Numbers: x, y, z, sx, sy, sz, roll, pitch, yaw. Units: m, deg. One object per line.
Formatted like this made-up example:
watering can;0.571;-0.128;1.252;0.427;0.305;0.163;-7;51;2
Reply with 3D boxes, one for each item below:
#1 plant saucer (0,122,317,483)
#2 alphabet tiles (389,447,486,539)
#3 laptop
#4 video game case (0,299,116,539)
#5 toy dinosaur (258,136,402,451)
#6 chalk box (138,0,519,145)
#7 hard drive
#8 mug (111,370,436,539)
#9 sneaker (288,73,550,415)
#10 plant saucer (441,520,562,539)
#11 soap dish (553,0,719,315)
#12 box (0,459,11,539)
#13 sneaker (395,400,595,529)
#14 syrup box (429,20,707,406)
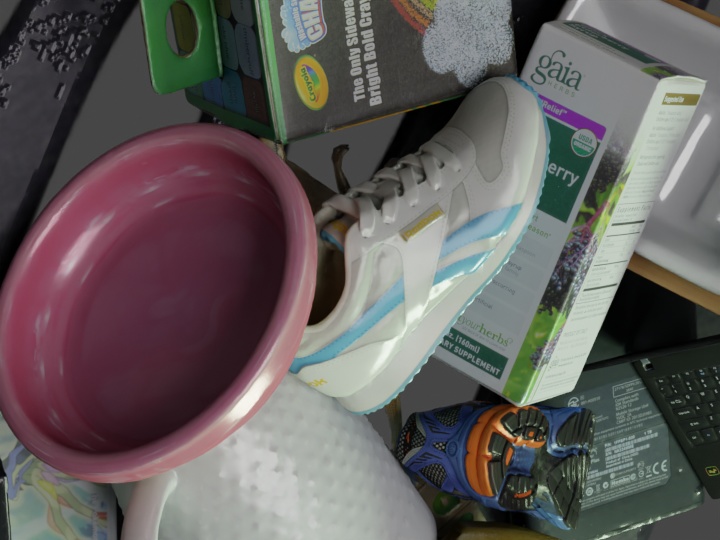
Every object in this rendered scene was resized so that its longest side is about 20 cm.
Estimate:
plant saucer;-0.103;0.021;1.207;0.201;0.200;0.051;-55;139;-6
alphabet tiles;0.004;0.218;1.432;0.200;0.008;0.168;-41;120;-15
laptop;0.242;0.086;1.384;0.200;0.177;0.103;58;37;-28
video game case;-0.221;0.119;1.273;0.182;0.022;0.201;-7;106;-28
toy dinosaur;0.000;0.000;1.340;0.101;0.058;0.201;-26;90;-23
chalk box;-0.032;-0.149;1.252;0.199;0.124;0.125;-16;111;-24
hard drive;0.154;0.070;1.465;0.139;0.033;0.201;-14;110;-26
mug;-0.070;0.131;1.270;0.176;0.147;0.200;56;36;-25
sneaker;0.027;-0.022;1.225;0.081;0.076;0.200;34;89;-32
plant saucer;0.031;0.217;1.348;0.048;0.200;0.200;41;86;3
soap dish;0.184;-0.073;1.362;0.158;0.199;0.081;-60;155;-4
box;-0.281;0.171;1.196;0.199;0.079;0.142;-5;108;-13
sneaker;0.084;0.106;1.352;0.200;0.078;0.076;29;73;-63
syrup box;0.111;-0.033;1.289;0.081;0.079;0.201;-8;123;-61
